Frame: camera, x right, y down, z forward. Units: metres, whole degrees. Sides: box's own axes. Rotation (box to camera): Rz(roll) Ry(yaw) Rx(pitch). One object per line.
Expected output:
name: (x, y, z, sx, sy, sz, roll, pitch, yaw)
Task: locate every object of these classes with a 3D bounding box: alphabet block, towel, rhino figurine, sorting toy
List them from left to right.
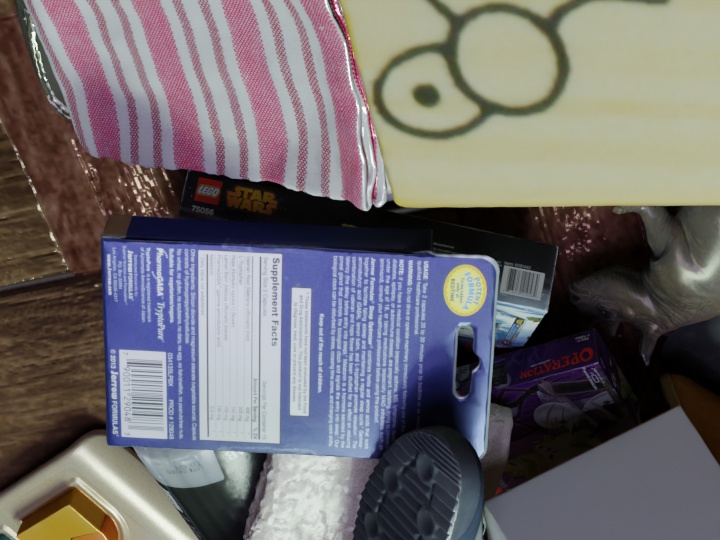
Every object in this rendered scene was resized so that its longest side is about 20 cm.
sorting toy: (-0.178, 0.212, 1.285, 0.199, 0.037, 0.185, -35, 113, 27)
towel: (-0.083, -0.103, 0.944, 0.199, 0.030, 0.147, 10, 136, 30)
towel: (-0.003, 0.154, 1.088, 0.131, 0.035, 0.201, 9, 114, -15)
alphabet block: (0.114, -0.155, 0.869, 0.198, 0.197, 0.197, 2, 125, 25)
rhino figurine: (0.177, -0.019, 1.053, 0.087, 0.060, 0.200, 38, 125, 2)

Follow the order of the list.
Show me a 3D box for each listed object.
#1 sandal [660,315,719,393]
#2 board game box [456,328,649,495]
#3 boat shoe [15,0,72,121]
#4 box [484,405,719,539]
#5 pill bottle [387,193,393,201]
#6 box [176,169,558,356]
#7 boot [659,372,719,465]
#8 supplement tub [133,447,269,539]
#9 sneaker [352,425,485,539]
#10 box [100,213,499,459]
sandal: (0.242, 0.002, 1.078, 0.076, 0.043, 0.201, 26, 124, -11)
board game box: (0.116, 0.113, 1.148, 0.119, 0.033, 0.200, -13, 139, 21)
boat shoe: (-0.149, -0.160, 1.008, 0.071, 0.060, 0.203, 7, 125, 3)
box: (0.148, 0.184, 1.092, 0.124, 0.098, 0.201, -25, 149, -9)
pill bottle: (-0.017, -0.135, 0.976, 0.112, 0.113, 0.201, -20, 120, 20)
box: (0.000, 0.000, 1.066, 0.198, 0.040, 0.137, 12, 165, -1)
boot: (0.272, 0.094, 1.121, 0.143, 0.071, 0.201, -30, 128, 18)
supplement tub: (-0.040, 0.134, 1.160, 0.122, 0.123, 0.201, -20, 119, 20)
sneaker: (0.042, 0.151, 1.029, 0.081, 0.070, 0.201, -14, 139, -30)
box: (-0.031, 0.036, 0.996, 0.198, 0.032, 0.122, 4, 115, 3)
